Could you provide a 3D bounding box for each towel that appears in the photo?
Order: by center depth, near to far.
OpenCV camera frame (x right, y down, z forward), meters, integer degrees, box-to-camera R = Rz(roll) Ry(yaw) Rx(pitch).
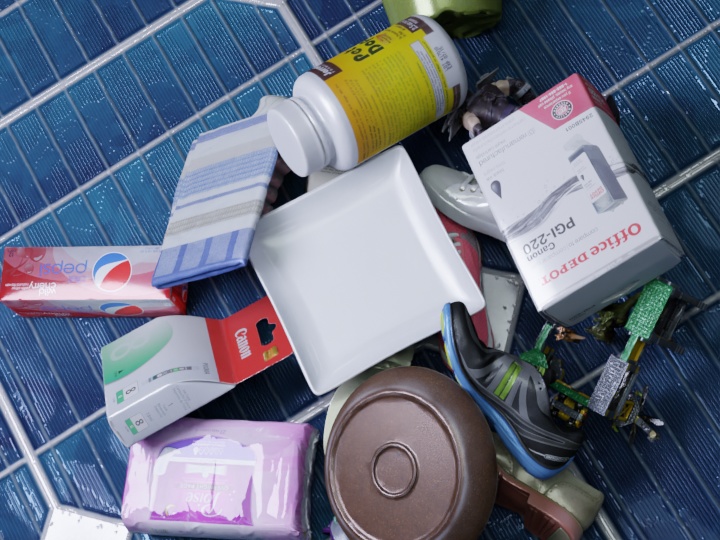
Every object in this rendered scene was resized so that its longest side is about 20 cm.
[{"bbox_3d":[-0.147,-0.076,1.679,0.146,0.024,0.202,-15,50,38],"label":"towel"}]

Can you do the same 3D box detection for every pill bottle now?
[{"bbox_3d":[0.005,-0.177,1.644,0.199,0.110,0.110,-30,69,-17],"label":"pill bottle"}]

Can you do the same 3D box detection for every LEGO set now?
[{"bbox_3d":[0.262,0.068,1.620,0.153,0.115,0.202,19,90,35],"label":"LEGO set"}]

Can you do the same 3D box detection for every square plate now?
[{"bbox_3d":[0.000,0.000,1.621,0.196,0.028,0.202,-27,71,-1],"label":"square plate"}]

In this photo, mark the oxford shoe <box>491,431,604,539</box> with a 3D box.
[{"bbox_3d":[0.157,0.200,1.615,0.199,0.071,0.074,39,62,15],"label":"oxford shoe"}]

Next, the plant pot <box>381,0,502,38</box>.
[{"bbox_3d":[0.079,-0.355,1.745,0.197,0.200,0.192,-12,84,6],"label":"plant pot"}]

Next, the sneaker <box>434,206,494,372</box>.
[{"bbox_3d":[0.099,0.005,1.666,0.073,0.087,0.202,-15,71,4],"label":"sneaker"}]

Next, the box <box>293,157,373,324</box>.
[{"bbox_3d":[-0.033,-0.027,1.697,0.067,0.082,0.203,9,72,-5],"label":"box"}]

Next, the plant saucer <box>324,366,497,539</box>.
[{"bbox_3d":[0.040,0.195,1.546,0.198,0.034,0.203,-3,84,33],"label":"plant saucer"}]

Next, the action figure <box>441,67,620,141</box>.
[{"bbox_3d":[0.173,-0.157,1.691,0.198,0.070,0.131,16,58,30],"label":"action figure"}]

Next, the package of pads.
[{"bbox_3d":[-0.144,0.219,1.650,0.197,0.076,0.122,1,71,11],"label":"package of pads"}]

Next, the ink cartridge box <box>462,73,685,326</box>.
[{"bbox_3d":[0.208,-0.068,1.561,0.145,0.085,0.202,-32,66,18],"label":"ink cartridge box"}]

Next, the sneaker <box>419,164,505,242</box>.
[{"bbox_3d":[0.159,-0.078,1.674,0.198,0.073,0.085,27,123,9],"label":"sneaker"}]

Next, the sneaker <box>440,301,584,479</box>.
[{"bbox_3d":[0.147,0.109,1.554,0.082,0.071,0.200,-38,92,7],"label":"sneaker"}]

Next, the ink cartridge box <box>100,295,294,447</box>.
[{"bbox_3d":[-0.176,0.086,1.663,0.199,0.050,0.161,-31,26,2],"label":"ink cartridge box"}]

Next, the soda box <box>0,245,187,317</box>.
[{"bbox_3d":[-0.293,0.013,1.744,0.197,0.070,0.064,-1,72,10],"label":"soda box"}]

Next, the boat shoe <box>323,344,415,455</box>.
[{"bbox_3d":[0.013,0.115,1.663,0.073,0.063,0.204,20,78,-4],"label":"boat shoe"}]

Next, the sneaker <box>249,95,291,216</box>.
[{"bbox_3d":[-0.128,-0.108,1.760,0.201,0.075,0.081,-53,47,-2],"label":"sneaker"}]

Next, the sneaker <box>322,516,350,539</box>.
[{"bbox_3d":[0.007,0.244,1.618,0.086,0.074,0.202,11,76,19],"label":"sneaker"}]
